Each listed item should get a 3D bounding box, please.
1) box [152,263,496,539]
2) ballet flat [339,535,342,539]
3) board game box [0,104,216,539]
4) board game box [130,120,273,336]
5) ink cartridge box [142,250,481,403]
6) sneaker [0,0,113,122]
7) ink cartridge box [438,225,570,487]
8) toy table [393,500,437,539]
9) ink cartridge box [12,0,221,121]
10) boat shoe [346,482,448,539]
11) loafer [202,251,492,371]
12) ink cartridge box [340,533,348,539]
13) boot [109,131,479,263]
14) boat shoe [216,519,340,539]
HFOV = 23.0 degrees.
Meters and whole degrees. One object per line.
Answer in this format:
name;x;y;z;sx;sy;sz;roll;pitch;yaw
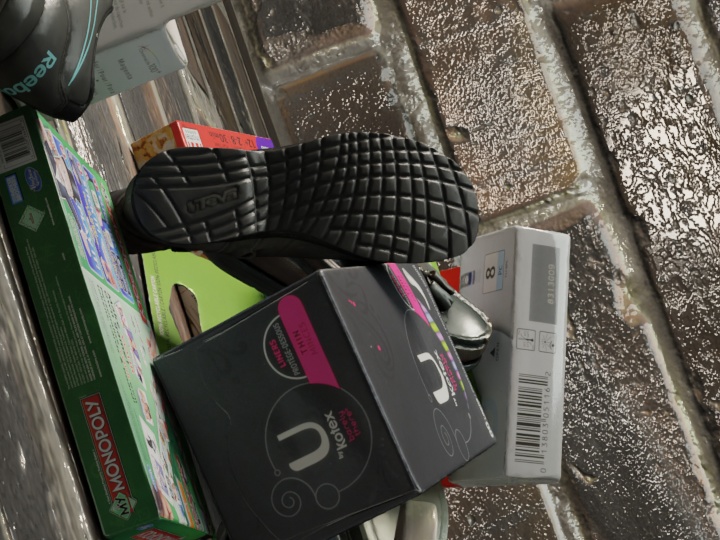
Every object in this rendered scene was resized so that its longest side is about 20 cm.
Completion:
box;-0.012;0.072;0.956;0.123;0.105;0.200;65;15;4
ballet flat;-0.052;0.171;1.135;0.074;0.074;0.202;-13;82;-88
board game box;-0.123;0.034;0.855;0.135;0.029;0.202;66;5;-76
board game box;-0.086;-0.004;1.315;0.151;0.046;0.202;2;67;-66
ink cartridge box;-0.034;0.031;1.140;0.199;0.076;0.149;23;33;-31
sneaker;-0.162;-0.151;0.848;0.079;0.075;0.201;42;30;-40
ink cartridge box;0.070;0.065;1.202;0.199;0.047;0.162;-16;-111;62
toy table;0.017;0.233;0.937;0.117;0.182;0.202;-95;-155;-63
ink cartridge box;-0.124;-0.195;0.961;0.044;0.172;0.202;66;5;-59
boat shoe;0.010;0.139;1.194;0.071;0.060;0.203;20;39;-26
loafer;0.000;0.000;1.084;0.198;0.063;0.072;24;33;-16
ink cartridge box;-0.010;0.163;1.319;0.200;0.067;0.117;19;49;-64
boot;-0.044;-0.037;0.987;0.132;0.198;0.071;165;-70;-73
boat shoe;-0.032;0.203;1.043;0.201;0.075;0.061;67;-2;-49
